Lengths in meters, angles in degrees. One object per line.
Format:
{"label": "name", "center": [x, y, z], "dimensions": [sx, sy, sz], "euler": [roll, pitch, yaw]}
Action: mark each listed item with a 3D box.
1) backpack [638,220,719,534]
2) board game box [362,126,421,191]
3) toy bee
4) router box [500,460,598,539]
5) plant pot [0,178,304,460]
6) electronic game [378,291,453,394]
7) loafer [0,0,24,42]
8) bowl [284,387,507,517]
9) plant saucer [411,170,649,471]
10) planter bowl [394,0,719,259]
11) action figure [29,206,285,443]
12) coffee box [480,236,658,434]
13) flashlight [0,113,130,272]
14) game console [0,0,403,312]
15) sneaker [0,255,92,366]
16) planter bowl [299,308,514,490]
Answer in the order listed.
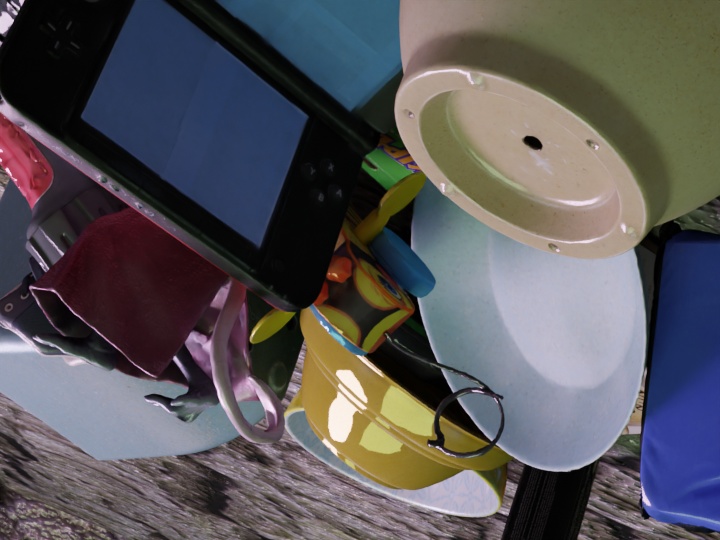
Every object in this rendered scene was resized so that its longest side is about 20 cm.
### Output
{"label": "backpack", "center": [0.248, 0.068, 0.761], "dimensions": [0.166, 0.165, 0.199], "euler": [12, -177, 27]}
{"label": "board game box", "center": [0.060, -0.086, 0.829], "dimensions": [0.199, 0.030, 0.095], "euler": [-7, 142, 47]}
{"label": "toy bee", "center": [0.000, 0.000, 0.782], "dimensions": [0.199, 0.132, 0.108], "euler": [27, 175, 39]}
{"label": "router box", "center": [0.153, 0.198, 1.137], "dimensions": [0.050, 0.202, 0.150], "euler": [15, 157, 15]}
{"label": "plant pot", "center": [-0.144, 0.019, 1.022], "dimensions": [0.198, 0.198, 0.196], "euler": [0, 149, 36]}
{"label": "electronic game", "center": [0.039, 0.026, 0.967], "dimensions": [0.199, 0.042, 0.200], "euler": [35, -168, -9]}
{"label": "loafer", "center": [-0.175, -0.156, 0.780], "dimensions": [0.068, 0.070, 0.200], "euler": [54, 168, -11]}
{"label": "bowl", "center": [0.045, 0.118, 1.191], "dimensions": [0.198, 0.109, 0.201], "euler": [21, 158, 9]}
{"label": "plant saucer", "center": [0.098, 0.006, 0.765], "dimensions": [0.038, 0.204, 0.200], "euler": [-14, 177, -30]}
{"label": "planter bowl", "center": [0.096, -0.092, 0.599], "dimensions": [0.199, 0.136, 0.201], "euler": [27, 157, 12]}
{"label": "action figure", "center": [-0.083, -0.033, 0.734], "dimensions": [0.148, 0.202, 0.134], "euler": [18, 164, 29]}
{"label": "coffee box", "center": [0.147, 0.024, 0.915], "dimensions": [0.199, 0.080, 0.113], "euler": [35, 155, -25]}
{"label": "flashlight", "center": [-0.213, -0.077, 0.821], "dimensions": [0.068, 0.068, 0.201], "euler": [-40, 82, 28]}
{"label": "game console", "center": [-0.044, -0.107, 0.667], "dimensions": [0.199, 0.174, 0.118], "euler": [36, 145, -28]}
{"label": "sneaker", "center": [-0.183, -0.035, 0.892], "dimensions": [0.204, 0.145, 0.077], "euler": [59, -171, 18]}
{"label": "planter bowl", "center": [0.020, 0.091, 0.970], "dimensions": [0.199, 0.084, 0.201], "euler": [35, -167, -9]}
